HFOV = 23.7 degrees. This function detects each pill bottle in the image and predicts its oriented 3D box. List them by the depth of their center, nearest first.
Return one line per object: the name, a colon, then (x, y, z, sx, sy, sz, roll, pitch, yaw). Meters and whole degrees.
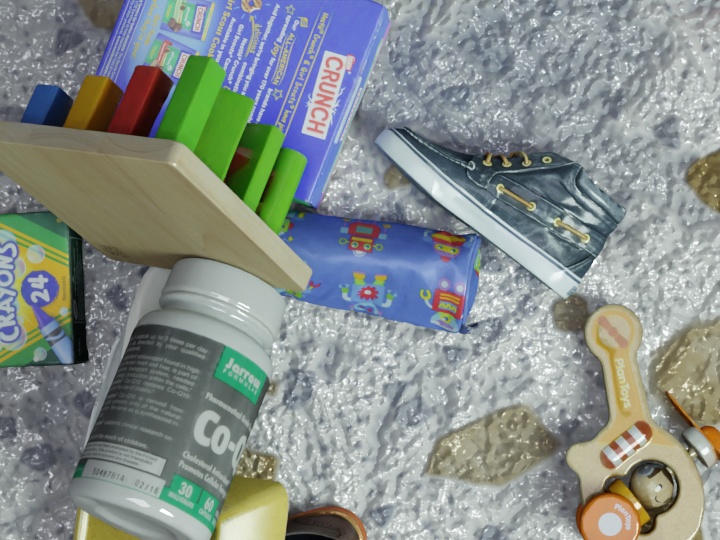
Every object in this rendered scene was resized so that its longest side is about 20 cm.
pill bottle: (-0.134, 0.099, 1.295, 0.113, 0.113, 0.200, 18, 70, 5)

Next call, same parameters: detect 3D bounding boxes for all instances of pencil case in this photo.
pencil case: (0.000, 0.000, 1.370, 0.199, 0.087, 0.078, 8, 46, 5)

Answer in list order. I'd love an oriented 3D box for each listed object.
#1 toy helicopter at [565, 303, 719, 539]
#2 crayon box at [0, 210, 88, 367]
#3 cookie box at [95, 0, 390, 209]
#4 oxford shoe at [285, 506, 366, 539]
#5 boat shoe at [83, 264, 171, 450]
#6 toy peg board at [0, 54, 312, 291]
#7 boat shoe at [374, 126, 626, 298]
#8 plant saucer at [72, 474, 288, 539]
toy helicopter: (0.223, 0.123, 1.348, 0.132, 0.079, 0.201, -11, 84, 4)
crayon box: (-0.330, 0.019, 1.412, 0.199, 0.052, 0.126, -3, 88, 6)
cookie box: (-0.098, -0.163, 1.382, 0.200, 0.075, 0.172, 22, 91, 6)
oxford shoe: (-0.096, 0.238, 1.373, 0.200, 0.073, 0.071, -22, 88, 8)
boat shoe: (-0.176, 0.078, 1.385, 0.068, 0.072, 0.201, -9, 66, 46)
toy peg board: (-0.149, -0.082, 1.280, 0.199, 0.200, 0.098, 9, 68, 32)
boat shoe: (0.112, -0.072, 1.368, 0.200, 0.071, 0.091, 37, 91, -2)
plant saucer: (-0.161, 0.254, 1.350, 0.200, 0.048, 0.201, 5, 85, 30)
